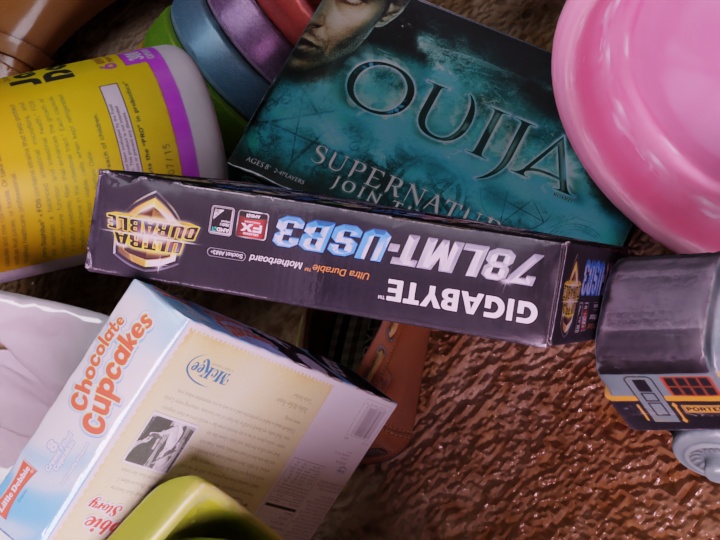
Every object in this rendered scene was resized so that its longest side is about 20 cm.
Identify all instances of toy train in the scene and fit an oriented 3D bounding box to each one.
[{"bbox_3d":[0.196,0.040,0.850,0.200,0.114,0.085,-1,58,33],"label":"toy train"}]

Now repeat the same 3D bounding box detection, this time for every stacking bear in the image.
[{"bbox_3d":[-0.090,-0.093,1.145,0.200,0.114,0.121,-41,2,17],"label":"stacking bear"}]

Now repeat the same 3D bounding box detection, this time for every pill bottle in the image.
[{"bbox_3d":[-0.176,-0.048,1.020,0.200,0.104,0.104,-14,42,-19],"label":"pill bottle"}]

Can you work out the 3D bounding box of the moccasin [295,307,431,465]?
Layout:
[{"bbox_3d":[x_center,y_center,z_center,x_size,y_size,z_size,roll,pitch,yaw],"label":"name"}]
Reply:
[{"bbox_3d":[-0.001,0.000,1.036,0.074,0.078,0.202,-5,56,30],"label":"moccasin"}]

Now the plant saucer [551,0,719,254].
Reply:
[{"bbox_3d":[0.186,-0.081,0.899,0.200,0.201,0.051,4,40,36],"label":"plant saucer"}]

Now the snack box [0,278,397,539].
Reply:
[{"bbox_3d":[-0.067,0.081,0.873,0.037,0.200,0.116,35,93,29],"label":"snack box"}]

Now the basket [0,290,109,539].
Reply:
[{"bbox_3d":[-0.203,0.120,0.947,0.198,0.161,0.200,11,68,18],"label":"basket"}]

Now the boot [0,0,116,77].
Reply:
[{"bbox_3d":[-0.209,-0.163,1.293,0.200,0.077,0.155,8,61,40],"label":"boot"}]

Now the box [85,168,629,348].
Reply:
[{"bbox_3d":[0.008,-0.006,0.875,0.198,0.200,0.050,9,92,14],"label":"box"}]

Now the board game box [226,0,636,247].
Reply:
[{"bbox_3d":[0.050,-0.064,1.013,0.200,0.028,0.135,23,66,10],"label":"board game box"}]

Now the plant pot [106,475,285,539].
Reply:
[{"bbox_3d":[-0.047,0.211,0.807,0.200,0.199,0.181,-49,55,-6],"label":"plant pot"}]
